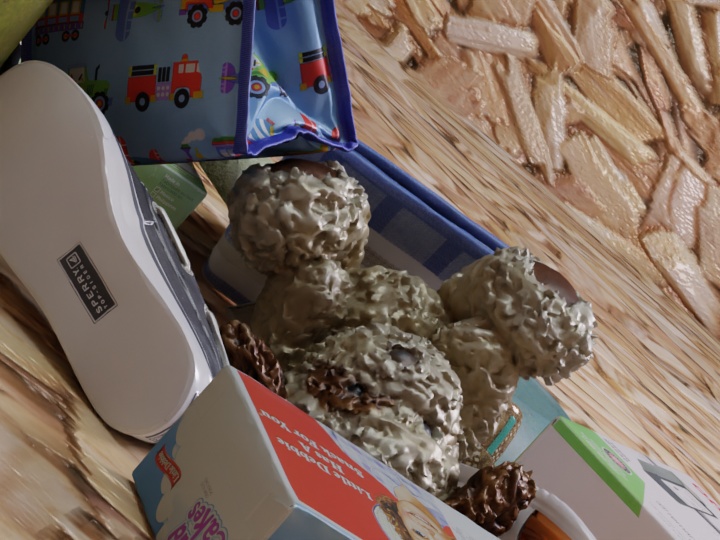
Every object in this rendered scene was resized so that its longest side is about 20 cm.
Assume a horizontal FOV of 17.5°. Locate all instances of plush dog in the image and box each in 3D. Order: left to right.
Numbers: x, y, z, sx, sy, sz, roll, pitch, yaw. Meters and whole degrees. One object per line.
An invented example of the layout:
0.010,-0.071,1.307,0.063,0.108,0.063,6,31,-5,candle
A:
0.000,0.062,1.135,0.200,0.161,0.172,25,30,-8,plush dog

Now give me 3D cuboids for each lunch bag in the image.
-0.091,-0.154,1.156,0.150,0.201,0.094,-2,3,37,lunch bag

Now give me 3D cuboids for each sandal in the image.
0.059,0.141,1.185,0.207,0.059,0.079,19,-31,57,sandal

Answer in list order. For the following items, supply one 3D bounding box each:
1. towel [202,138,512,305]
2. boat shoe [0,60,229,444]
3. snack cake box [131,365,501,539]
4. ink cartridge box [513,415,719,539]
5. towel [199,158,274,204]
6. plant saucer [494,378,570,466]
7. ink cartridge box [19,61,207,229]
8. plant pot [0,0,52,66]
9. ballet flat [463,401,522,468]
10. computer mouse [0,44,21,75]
0.000,0.000,1.276,0.147,0.024,0.200,35,-31,-4,towel
-0.113,-0.006,1.061,0.200,0.072,0.068,58,11,25,boat shoe
0.010,0.135,0.964,0.200,0.067,0.115,35,13,-29,snack cake box
0.173,0.177,1.354,0.146,0.084,0.200,47,11,31,ink cartridge box
-0.061,-0.044,1.406,0.148,0.036,0.200,54,-1,38,towel
0.091,0.085,1.581,0.201,0.039,0.201,39,10,-8,plant saucer
-0.179,-0.109,1.379,0.145,0.048,0.200,34,14,-32,ink cartridge box
-0.206,-0.167,1.076,0.200,0.184,0.200,31,17,-11,plant pot
0.044,0.055,1.444,0.071,0.065,0.200,47,4,-43,ballet flat
-0.193,-0.080,1.181,0.034,0.059,0.200,60,4,-24,computer mouse
